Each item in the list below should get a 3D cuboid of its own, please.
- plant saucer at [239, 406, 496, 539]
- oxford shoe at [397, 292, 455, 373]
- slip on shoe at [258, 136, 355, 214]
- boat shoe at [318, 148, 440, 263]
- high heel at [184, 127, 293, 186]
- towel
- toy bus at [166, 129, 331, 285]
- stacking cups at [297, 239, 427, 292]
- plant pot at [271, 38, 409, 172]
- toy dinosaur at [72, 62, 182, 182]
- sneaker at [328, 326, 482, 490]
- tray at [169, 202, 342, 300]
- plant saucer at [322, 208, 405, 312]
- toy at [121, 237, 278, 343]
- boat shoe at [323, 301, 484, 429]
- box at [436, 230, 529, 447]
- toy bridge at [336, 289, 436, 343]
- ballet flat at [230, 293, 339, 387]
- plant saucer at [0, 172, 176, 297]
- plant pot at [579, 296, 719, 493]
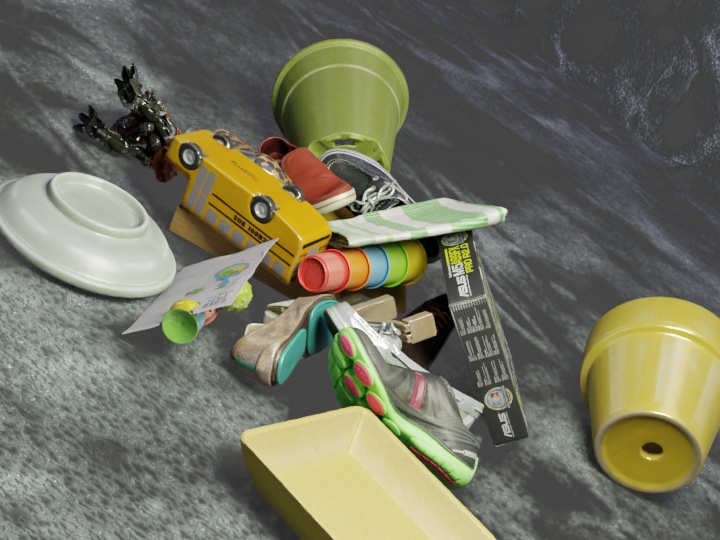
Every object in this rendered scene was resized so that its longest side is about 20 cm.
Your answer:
[{"bbox_3d":[0.003,0.214,1.142,0.200,0.049,0.200,43,23,24],"label":"plant saucer"},{"bbox_3d":[0.070,0.071,1.503,0.071,0.073,0.200,36,22,3],"label":"oxford shoe"},{"bbox_3d":[-0.072,-0.115,1.563,0.074,0.061,0.200,-24,30,-20],"label":"slip on shoe"},{"bbox_3d":[0.024,-0.079,1.586,0.199,0.074,0.068,45,8,4],"label":"boat shoe"},{"bbox_3d":[-0.135,-0.118,1.576,0.142,0.072,0.200,27,2,6],"label":"high heel"},{"bbox_3d":[0.049,-0.056,1.465,0.199,0.024,0.152,-9,11,-22],"label":"towel"},{"bbox_3d":[-0.127,-0.075,1.414,0.200,0.079,0.065,36,31,19],"label":"toy bus"},{"bbox_3d":[0.000,0.000,1.432,0.060,0.061,0.200,42,27,21],"label":"stacking cups"},{"bbox_3d":[-0.026,-0.187,1.787,0.199,0.200,0.190,25,33,-20],"label":"plant pot"},{"bbox_3d":[-0.252,-0.167,1.541,0.136,0.102,0.200,39,-7,-36],"label":"toy dinosaur"},{"bbox_3d":[0.044,0.131,1.289,0.200,0.077,0.084,49,51,-10],"label":"sneaker"},{"bbox_3d":[-0.108,-0.027,1.470,0.199,0.037,0.099,30,29,7],"label":"tray"},{"bbox_3d":[-0.024,-0.050,1.644,0.199,0.049,0.200,27,22,-17],"label":"plant saucer"},{"bbox_3d":[-0.149,0.029,1.286,0.200,0.115,0.047,-56,128,-71],"label":"toy"},{"bbox_3d":[0.043,0.101,1.348,0.202,0.065,0.074,44,-9,-9],"label":"boat shoe"},{"bbox_3d":[0.138,0.072,1.464,0.160,0.044,0.201,-93,165,-59],"label":"box"},{"bbox_3d":[0.007,0.048,1.442,0.067,0.027,0.200,-19,19,-23],"label":"toy bridge"},{"bbox_3d":[-0.079,0.062,1.332,0.067,0.068,0.200,14,16,15],"label":"ballet flat"},{"bbox_3d":[-0.271,-0.050,1.298,0.199,0.050,0.200,26,23,-12],"label":"plant saucer"},{"bbox_3d":[0.364,0.165,1.584,0.200,0.201,0.189,32,38,-4],"label":"plant pot"}]
